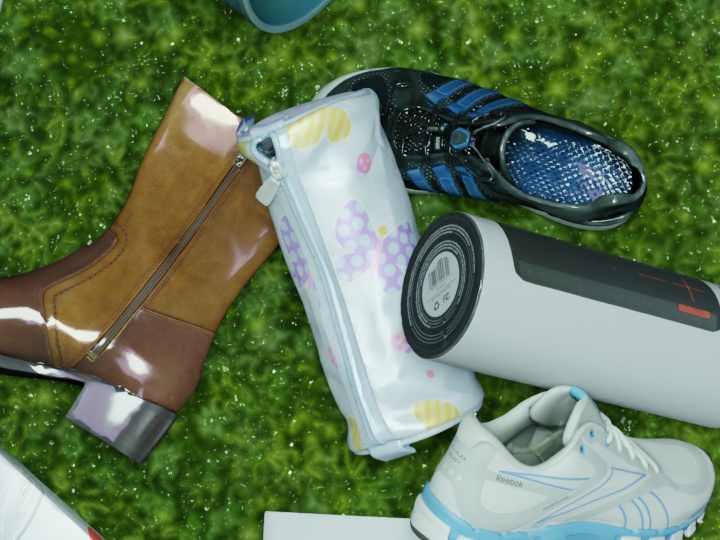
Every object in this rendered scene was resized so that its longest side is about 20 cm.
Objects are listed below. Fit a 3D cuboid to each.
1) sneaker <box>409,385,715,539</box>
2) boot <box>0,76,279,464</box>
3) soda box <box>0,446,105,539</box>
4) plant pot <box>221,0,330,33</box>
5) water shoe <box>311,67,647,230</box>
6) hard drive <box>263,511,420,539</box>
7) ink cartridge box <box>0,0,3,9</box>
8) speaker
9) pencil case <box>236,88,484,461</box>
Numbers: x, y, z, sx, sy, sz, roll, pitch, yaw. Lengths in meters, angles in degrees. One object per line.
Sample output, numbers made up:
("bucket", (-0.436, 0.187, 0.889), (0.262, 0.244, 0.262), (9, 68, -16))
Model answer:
("sneaker", (0.122, 0.103, 1.179), (0.199, 0.075, 0.087), (-4, 120, -38))
("boot", (-0.144, -0.023, 1.239), (0.187, 0.068, 0.201), (31, 83, 3))
("soda box", (-0.153, 0.185, 1.215), (0.200, 0.063, 0.068), (42, 84, 4))
("plant pot", (-0.085, -0.262, 1.216), (0.187, 0.200, 0.201), (28, 83, 18))
("water shoe", (0.067, -0.076, 1.242), (0.198, 0.079, 0.072), (12, 83, 1))
("hard drive", (0.003, 0.237, 1.205), (0.131, 0.025, 0.202), (0, 82, 26))
("ink cartridge box", (-0.303, -0.143, 1.219), (0.198, 0.043, 0.198), (17, 68, -13))
("speaker", (0.124, 0.029, 1.188), (0.199, 0.081, 0.082), (15, 82, -29))
("pencil case", (0.000, 0.000, 1.209), (0.082, 0.091, 0.202), (-18, 99, 17))
